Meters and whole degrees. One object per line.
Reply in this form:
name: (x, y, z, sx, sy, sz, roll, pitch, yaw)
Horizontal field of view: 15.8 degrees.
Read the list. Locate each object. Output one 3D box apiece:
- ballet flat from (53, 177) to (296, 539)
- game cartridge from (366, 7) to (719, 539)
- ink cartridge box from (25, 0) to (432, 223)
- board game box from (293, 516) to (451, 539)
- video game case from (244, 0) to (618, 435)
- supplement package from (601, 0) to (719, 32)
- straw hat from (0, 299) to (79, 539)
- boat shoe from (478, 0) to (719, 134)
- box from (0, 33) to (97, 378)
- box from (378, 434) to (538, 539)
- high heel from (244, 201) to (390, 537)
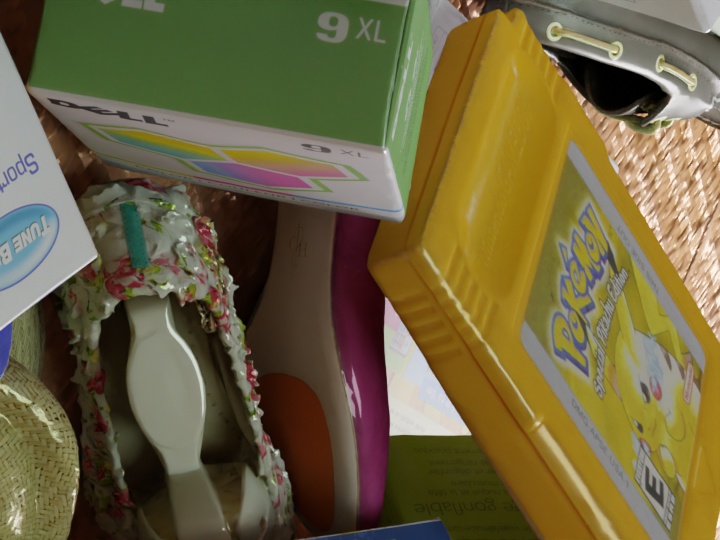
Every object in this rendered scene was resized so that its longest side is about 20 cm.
ballet flat: (-0.064, 0.059, 0.893, 0.075, 0.064, 0.200, -17, 127, -2)
game cartridge: (0.079, 0.020, 0.963, 0.200, 0.032, 0.176, 58, 29, -26)
ink cartridge box: (-0.035, -0.063, 0.760, 0.200, 0.104, 0.059, 69, 31, -83)
board game box: (-0.068, 0.139, 0.890, 0.135, 0.035, 0.200, -37, 159, 30)
video game case: (0.028, 0.004, 1.057, 0.200, 0.023, 0.182, 35, 78, -59)
supplement package: (0.037, -0.195, 0.779, 0.152, 0.200, 0.151, -58, 148, -18)
straw hat: (-0.131, 0.058, 0.779, 0.201, 0.085, 0.202, -34, 134, -44)
boat shoe: (0.110, -0.093, 1.082, 0.202, 0.072, 0.060, 28, 83, -54)
box: (-0.146, -0.040, 0.681, 0.119, 0.041, 0.200, -41, 117, -39)
box: (0.076, 0.145, 0.977, 0.122, 0.200, 0.048, 1, 131, -18)
high heel: (0.000, 0.000, 0.948, 0.096, 0.067, 0.201, -23, 105, -38)
